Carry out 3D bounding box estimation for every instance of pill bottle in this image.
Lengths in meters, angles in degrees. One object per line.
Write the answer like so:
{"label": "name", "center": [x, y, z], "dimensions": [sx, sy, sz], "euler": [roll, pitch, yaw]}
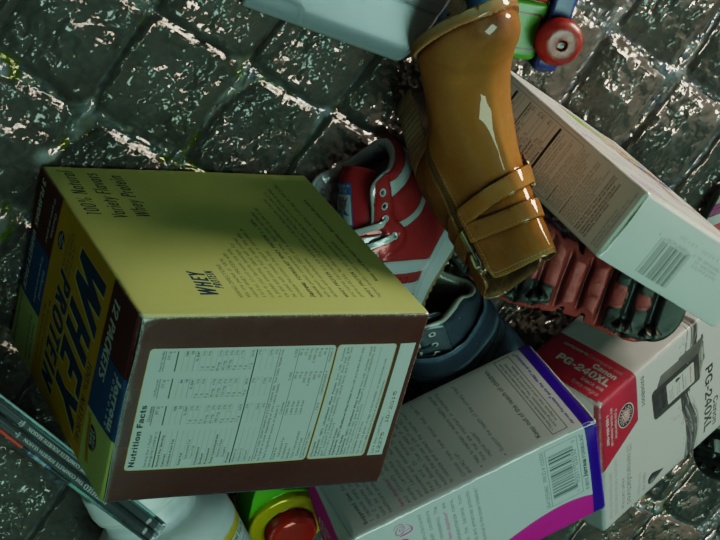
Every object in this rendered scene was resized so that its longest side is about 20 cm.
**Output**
{"label": "pill bottle", "center": [-0.131, 0.230, 1.263], "dimensions": [0.112, 0.112, 0.201], "euler": [-29, 111, -10]}

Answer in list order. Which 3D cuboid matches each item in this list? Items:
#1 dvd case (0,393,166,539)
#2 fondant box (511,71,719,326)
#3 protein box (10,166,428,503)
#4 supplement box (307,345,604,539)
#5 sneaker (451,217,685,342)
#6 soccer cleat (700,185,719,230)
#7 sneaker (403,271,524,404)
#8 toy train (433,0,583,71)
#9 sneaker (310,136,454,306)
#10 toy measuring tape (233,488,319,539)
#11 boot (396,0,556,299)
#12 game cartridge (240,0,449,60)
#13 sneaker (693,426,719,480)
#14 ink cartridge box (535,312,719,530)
{"label": "dvd case", "center": [-0.230, 0.103, 1.119], "dimensions": [0.022, 0.146, 0.200], "euler": [-52, 132, -12]}
{"label": "fondant box", "center": [0.177, -0.056, 1.210], "dimensions": [0.144, 0.200, 0.058], "euler": [27, 106, -40]}
{"label": "protein box", "center": [-0.099, 0.037, 1.111], "dimensions": [0.199, 0.199, 0.136], "euler": [0, 119, -30]}
{"label": "supplement box", "center": [0.069, 0.158, 1.251], "dimensions": [0.199, 0.103, 0.102], "euler": [-25, 133, -14]}
{"label": "sneaker", "center": [0.152, -0.006, 1.302], "dimensions": [0.199, 0.098, 0.071], "euler": [20, 103, -5]}
{"label": "soccer cleat", "center": [0.343, -0.061, 1.387], "dimensions": [0.068, 0.073, 0.201], "euler": [17, 111, -37]}
{"label": "sneaker", "center": [0.029, 0.087, 1.297], "dimensions": [0.202, 0.077, 0.146], "euler": [-41, 137, -5]}
{"label": "toy train", "center": [0.107, -0.241, 1.134], "dimensions": [0.115, 0.085, 0.201], "euler": [6, 118, -18]}
{"label": "sneaker", "center": [0.000, 0.000, 1.197], "dimensions": [0.112, 0.071, 0.201], "euler": [44, 60, -39]}
{"label": "toy measuring tape", "center": [-0.069, 0.215, 1.343], "dimensions": [0.073, 0.074, 0.201], "euler": [-8, 133, -26]}
{"label": "boot", "center": [0.083, -0.077, 1.106], "dimensions": [0.076, 0.156, 0.200], "euler": [-15, 163, -23]}
{"label": "game cartridge", "center": [0.017, -0.240, 1.074], "dimensions": [0.132, 0.042, 0.201], "euler": [19, 112, -9]}
{"label": "sneaker", "center": [0.348, 0.084, 1.498], "dimensions": [0.090, 0.066, 0.201], "euler": [-9, 112, -58]}
{"label": "ink cartridge box", "center": [0.230, 0.091, 1.379], "dimensions": [0.200, 0.083, 0.146], "euler": [-35, 135, -30]}
